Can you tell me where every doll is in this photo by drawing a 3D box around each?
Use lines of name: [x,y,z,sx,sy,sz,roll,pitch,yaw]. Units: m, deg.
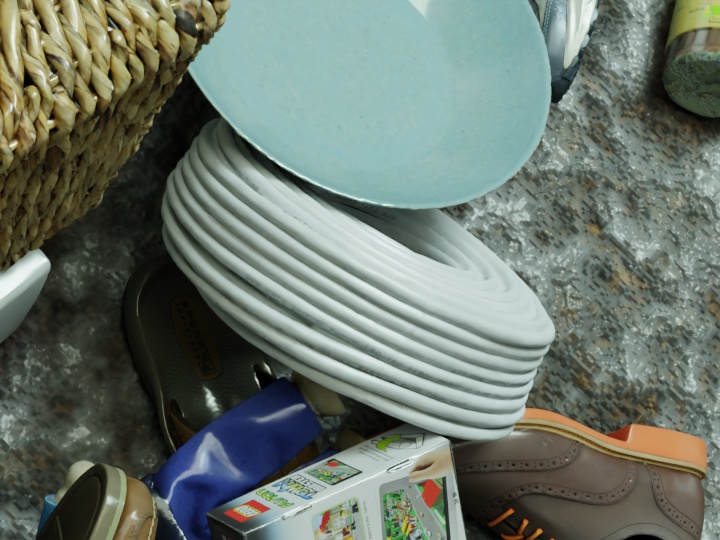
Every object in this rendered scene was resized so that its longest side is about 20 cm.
doll: [-0.081,0.132,0.874,0.200,0.048,0.137,-36,106,-11]

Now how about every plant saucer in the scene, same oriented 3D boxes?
plant saucer: [-0.006,-0.107,0.918,0.200,0.039,0.202,13,56,-20]

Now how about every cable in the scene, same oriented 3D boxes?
cable: [0.000,0.000,0.918,0.200,0.200,0.069,29,103,-8]

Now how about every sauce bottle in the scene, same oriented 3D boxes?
sauce bottle: [0.226,-0.189,1.169,0.064,0.065,0.201,22,61,-13]

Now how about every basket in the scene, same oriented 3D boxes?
basket: [-0.171,-0.078,0.772,0.143,0.200,0.149,49,56,2]

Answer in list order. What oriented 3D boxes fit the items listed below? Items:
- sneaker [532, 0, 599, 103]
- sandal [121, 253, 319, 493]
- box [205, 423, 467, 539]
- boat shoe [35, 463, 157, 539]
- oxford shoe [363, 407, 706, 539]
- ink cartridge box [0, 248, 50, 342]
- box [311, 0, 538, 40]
sneaker: [0.082,-0.181,1.108,0.086,0.078,0.201,3,59,-12]
sandal: [-0.052,0.076,0.939,0.081,0.055,0.201,-17,76,-28]
box: [0.004,0.181,0.869,0.110,0.035,0.201,-20,110,-29]
boat shoe: [-0.119,0.176,0.817,0.068,0.072,0.201,19,105,-19]
oxford shoe: [0.089,0.113,0.976,0.199,0.071,0.073,7,70,-21]
ink cartridge box: [-0.260,0.014,0.861,0.145,0.083,0.200,48,58,2]
box: [-0.012,-0.185,1.042,0.147,0.104,0.201,-6,70,-25]
